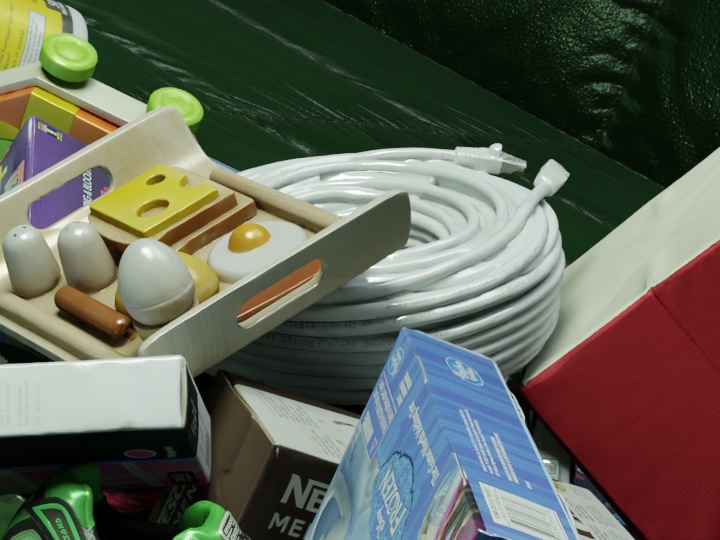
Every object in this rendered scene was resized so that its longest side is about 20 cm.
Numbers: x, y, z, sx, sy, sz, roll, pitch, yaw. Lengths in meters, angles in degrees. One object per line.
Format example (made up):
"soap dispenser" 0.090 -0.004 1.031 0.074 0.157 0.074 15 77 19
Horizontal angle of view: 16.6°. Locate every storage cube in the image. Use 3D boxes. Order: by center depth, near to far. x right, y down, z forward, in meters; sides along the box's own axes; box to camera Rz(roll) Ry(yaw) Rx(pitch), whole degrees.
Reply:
"storage cube" 0.204 0.049 1.229 0.180 0.171 0.200 49 19 -7

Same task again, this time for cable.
"cable" 0.000 0.000 1.204 0.199 0.069 0.200 2 23 8

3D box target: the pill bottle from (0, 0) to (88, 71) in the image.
"pill bottle" -0.297 -0.160 1.686 0.200 0.112 0.111 19 14 -29

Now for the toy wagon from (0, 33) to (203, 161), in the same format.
"toy wagon" -0.139 -0.043 1.432 0.200 0.155 0.040 27 39 2

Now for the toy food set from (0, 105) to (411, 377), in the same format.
"toy food set" -0.089 -0.018 1.109 0.143 0.061 0.200 -32 32 -24

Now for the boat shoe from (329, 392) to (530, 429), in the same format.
"boat shoe" -0.017 0.085 1.183 0.199 0.072 0.068 -2 39 13

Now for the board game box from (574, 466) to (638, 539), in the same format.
"board game box" 0.059 0.117 1.387 0.200 0.057 0.165 30 14 17

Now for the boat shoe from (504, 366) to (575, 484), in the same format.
"boat shoe" 0.078 0.083 1.279 0.071 0.072 0.200 4 9 5

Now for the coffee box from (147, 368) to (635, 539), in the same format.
"coffee box" 0.011 0.133 1.080 0.200 0.113 0.080 20 13 -27

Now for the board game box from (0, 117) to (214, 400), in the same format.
"board game box" -0.117 0.016 1.292 0.165 0.057 0.200 30 21 -20

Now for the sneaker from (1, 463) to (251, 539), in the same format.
"sneaker" -0.052 0.145 0.964 0.200 0.085 0.078 26 13 -3

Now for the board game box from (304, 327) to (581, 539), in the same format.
"board game box" 0.001 0.141 0.818 0.043 0.200 0.200 21 12 -11

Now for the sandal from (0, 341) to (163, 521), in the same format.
"sandal" -0.111 0.083 1.122 0.199 0.075 0.045 21 -24 8

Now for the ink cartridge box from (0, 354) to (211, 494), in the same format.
"ink cartridge box" -0.163 0.065 0.991 0.199 0.037 0.095 -1 -18 3

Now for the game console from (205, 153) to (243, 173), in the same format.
"game console" -0.129 -0.043 1.523 0.200 0.119 0.171 27 12 1
